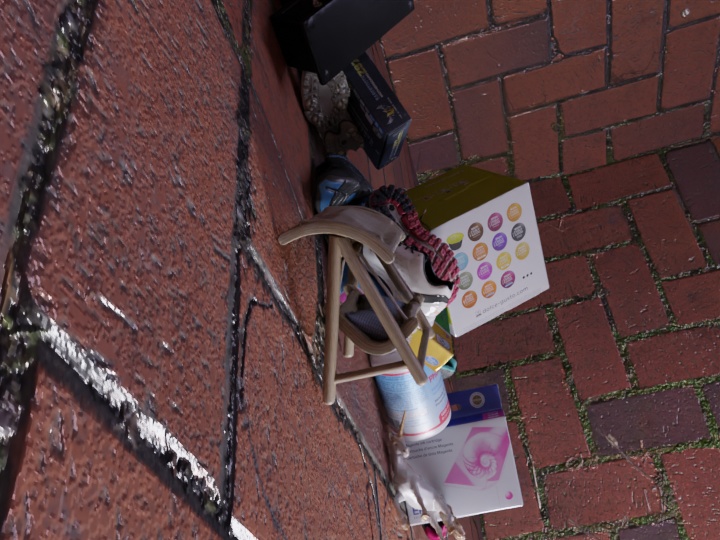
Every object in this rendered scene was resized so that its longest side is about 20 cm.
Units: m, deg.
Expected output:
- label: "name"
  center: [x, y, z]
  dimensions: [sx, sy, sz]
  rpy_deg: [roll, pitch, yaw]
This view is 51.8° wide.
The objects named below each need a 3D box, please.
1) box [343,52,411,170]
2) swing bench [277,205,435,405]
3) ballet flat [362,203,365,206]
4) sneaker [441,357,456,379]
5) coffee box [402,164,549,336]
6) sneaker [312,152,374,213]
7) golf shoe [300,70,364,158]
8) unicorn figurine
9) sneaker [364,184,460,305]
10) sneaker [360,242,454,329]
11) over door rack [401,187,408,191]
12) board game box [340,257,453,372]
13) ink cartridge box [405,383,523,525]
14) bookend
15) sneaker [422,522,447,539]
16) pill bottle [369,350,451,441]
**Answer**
- label: "box"
  center: [-0.002, -0.275, 1.173]
  dimensions: [0.202, 0.050, 0.158]
  rpy_deg: [57, -9, 6]
- label: "swing bench"
  center: [0.004, 0.021, 0.883]
  dimensions: [0.199, 0.127, 0.205]
  rpy_deg: [-55, 131, -77]
- label: "ballet flat"
  center: [0.011, -0.079, 1.185]
  dimensions: [0.069, 0.068, 0.204]
  rpy_deg: [10, 60, -80]
- label: "sneaker"
  center: [0.102, 0.108, 1.269]
  dimensions: [0.202, 0.090, 0.078]
  rpy_deg: [60, 35, -21]
- label: "coffee box"
  center: [0.173, -0.044, 1.277]
  dimensions: [0.200, 0.196, 0.202]
  rpy_deg: [34, -35, 61]
- label: "sneaker"
  center: [-0.040, -0.125, 1.065]
  dimensions: [0.082, 0.073, 0.200]
  rpy_deg: [51, 10, 4]
- label: "golf shoe"
  center: [-0.058, -0.261, 1.135]
  dimensions: [0.201, 0.077, 0.098]
  rpy_deg: [72, -9, -57]
- label: "unicorn figurine"
  center: [0.090, 0.344, 1.154]
  dimensions: [0.202, 0.073, 0.138]
  rpy_deg: [60, 8, -32]
- label: "sneaker"
  center: [0.078, -0.034, 1.109]
  dimensions: [0.202, 0.080, 0.075]
  rpy_deg: [58, -20, 0]
- label: "sneaker"
  center: [0.051, -0.017, 1.033]
  dimensions: [0.200, 0.080, 0.074]
  rpy_deg: [47, 26, 7]
- label: "over door rack"
  center: [0.087, -0.067, 1.478]
  dimensions: [0.202, 0.066, 0.147]
  rpy_deg: [57, -19, -18]
- label: "board game box"
  center: [0.047, 0.037, 1.087]
  dimensions: [0.199, 0.040, 0.154]
  rpy_deg: [37, 26, -19]
- label: "ink cartridge box"
  center: [0.159, 0.309, 1.251]
  dimensions: [0.043, 0.192, 0.205]
  rpy_deg: [47, 31, -75]
- label: "bookend"
  center: [-0.063, -0.372, 1.045]
  dimensions: [0.198, 0.199, 0.093]
  rpy_deg: [26, -30, 39]
- label: "sneaker"
  center: [0.131, 0.374, 1.318]
  dimensions: [0.075, 0.079, 0.205]
  rpy_deg: [16, 62, -76]
- label: "pill bottle"
  center: [0.076, 0.165, 1.204]
  dimensions: [0.109, 0.106, 0.204]
  rpy_deg: [-84, 159, -64]
